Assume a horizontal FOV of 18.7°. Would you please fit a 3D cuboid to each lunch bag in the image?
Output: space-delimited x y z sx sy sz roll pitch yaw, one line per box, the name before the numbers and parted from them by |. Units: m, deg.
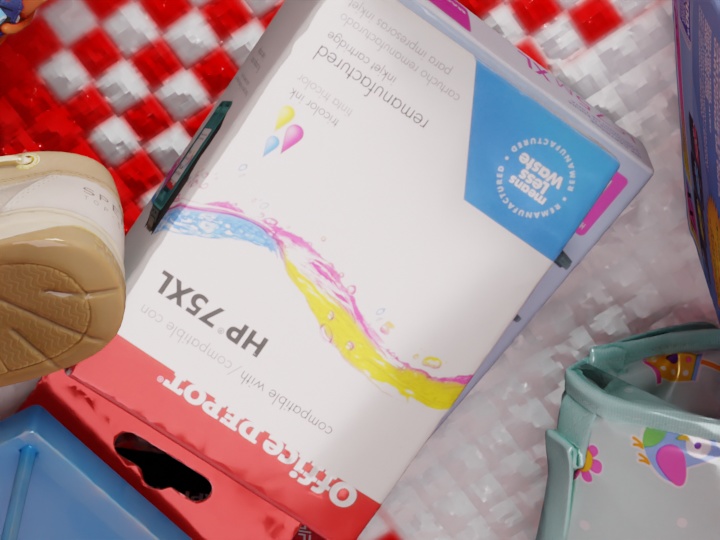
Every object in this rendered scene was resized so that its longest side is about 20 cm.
lunch bag | 0.157 0.113 0.816 0.199 0.122 0.171 4 114 -9

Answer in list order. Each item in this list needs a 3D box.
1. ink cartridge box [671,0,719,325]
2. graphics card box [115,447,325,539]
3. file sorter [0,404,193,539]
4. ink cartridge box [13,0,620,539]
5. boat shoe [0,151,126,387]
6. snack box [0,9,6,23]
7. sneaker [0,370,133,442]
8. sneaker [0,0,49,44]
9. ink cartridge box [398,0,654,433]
ink cartridge box | 0.150 -0.034 0.707 0.076 0.200 0.137 -7 113 2
graphics card box | -0.114 0.123 0.835 0.199 0.051 0.126 10 131 -5
file sorter | -0.149 0.166 0.758 0.200 0.123 0.139 -27 127 25
ink cartridge box | -0.020 0.009 0.734 0.116 0.067 0.200 33 95 -13
boat shoe | -0.167 0.008 0.710 0.199 0.069 0.074 -10 128 11
snack box | -0.212 -0.079 0.710 0.200 0.037 0.116 -27 106 44
sneaker | -0.174 0.025 0.790 0.199 0.088 0.076 3 90 -9
sneaker | -0.118 -0.112 0.739 0.078 0.075 0.201 21 113 -13
ink cartridge box | 0.000 0.000 0.808 0.119 0.042 0.200 35 110 -14
